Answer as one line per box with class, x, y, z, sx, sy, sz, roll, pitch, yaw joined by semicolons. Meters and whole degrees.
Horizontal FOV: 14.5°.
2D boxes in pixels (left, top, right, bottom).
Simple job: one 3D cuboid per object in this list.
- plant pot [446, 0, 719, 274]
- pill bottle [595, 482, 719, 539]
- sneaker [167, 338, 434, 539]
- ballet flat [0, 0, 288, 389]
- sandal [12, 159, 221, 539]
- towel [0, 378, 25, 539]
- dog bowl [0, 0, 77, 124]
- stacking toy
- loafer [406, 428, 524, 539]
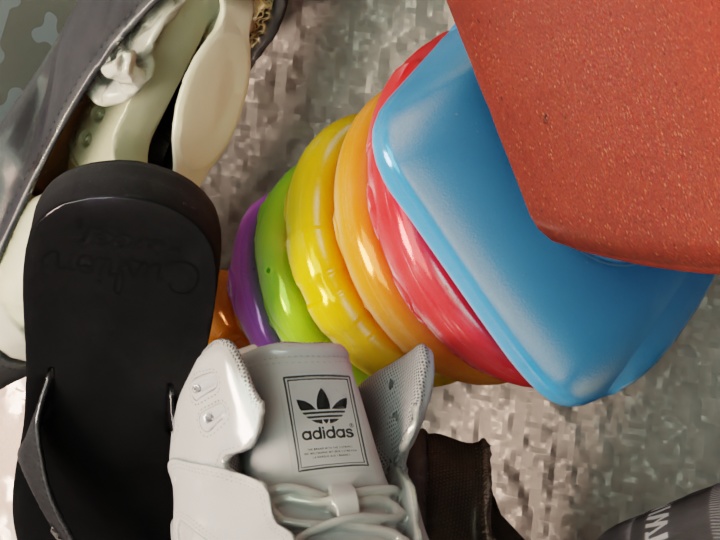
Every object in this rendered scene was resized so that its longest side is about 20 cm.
plant pot;0.120;-0.103;0.725;0.176;0.200;0.200;-25;86;59
pill bottle;0.129;0.100;0.753;0.200;0.106;0.106;-24;85;15
sneaker;-0.006;0.077;0.744;0.200;0.075;0.115;-176;88;-68
ballet flat;-0.081;-0.027;0.865;0.073;0.073;0.200;36;105;18
sandal;-0.074;0.057;0.857;0.076;0.043;0.200;-1;130;4
towel;-0.078;0.142;0.962;0.191;0.032;0.200;36;110;19
dog bowl;-0.175;-0.071;0.943;0.200;0.059;0.200;12;110;36
stacking toy;0.000;0.000;0.868;0.200;0.116;0.110;-23;109;42
loafer;0.062;0.129;0.856;0.071;0.073;0.200;-17;116;10
